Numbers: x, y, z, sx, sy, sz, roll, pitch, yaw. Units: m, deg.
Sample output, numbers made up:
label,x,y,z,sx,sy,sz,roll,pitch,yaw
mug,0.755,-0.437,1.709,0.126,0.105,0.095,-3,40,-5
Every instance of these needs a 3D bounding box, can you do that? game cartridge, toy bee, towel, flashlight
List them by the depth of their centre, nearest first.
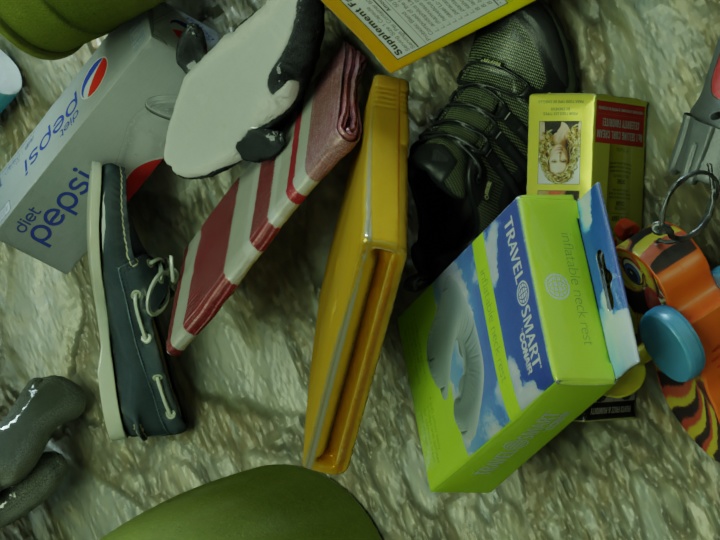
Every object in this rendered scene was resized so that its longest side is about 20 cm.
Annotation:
label,x,y,z,sx,sy,sz,roll,pitch,yaw
flashlight,0.239,-0.143,1.534,0.068,0.068,0.200,22,101,30
toy bee,0.191,0.013,1.536,0.109,0.131,0.200,34,128,52
game cartridge,0.000,0.000,1.619,0.032,0.200,0.176,12,123,-4
towel,-0.061,-0.046,1.709,0.023,0.144,0.200,33,116,-14

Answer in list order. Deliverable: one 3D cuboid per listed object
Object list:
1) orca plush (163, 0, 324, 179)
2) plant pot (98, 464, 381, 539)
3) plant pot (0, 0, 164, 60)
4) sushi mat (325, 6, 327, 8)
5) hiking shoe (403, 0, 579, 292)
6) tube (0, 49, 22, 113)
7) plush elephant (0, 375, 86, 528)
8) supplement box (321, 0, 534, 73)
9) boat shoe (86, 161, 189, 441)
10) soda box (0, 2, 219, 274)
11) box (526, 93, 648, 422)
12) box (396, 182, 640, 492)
label,x,y,z,sx,sy,sz,roll,pitch,yaw
orca plush,-0.061,-0.144,1.727,0.105,0.071,0.200,35,120,26
plant pot,-0.108,0.224,1.689,0.187,0.200,0.187,-1,89,34
plant pot,-0.148,-0.259,1.694,0.193,0.200,0.200,-15,81,24
sushi mat,-0.015,-0.275,1.743,0.096,0.012,0.200,5,92,36
hiking shoe,0.077,-0.079,1.623,0.076,0.101,0.200,13,97,32
tube,-0.329,-0.091,1.944,0.200,0.050,0.077,-44,54,31
plush elephant,-0.300,0.164,1.868,0.155,0.165,0.200,114,168,-57
supplement box,0.068,-0.229,1.604,0.200,0.109,0.110,-24,37,32
boat shoe,-0.154,0.021,1.788,0.062,0.075,0.200,-5,100,0
soda box,-0.178,-0.095,1.810,0.200,0.068,0.063,-48,31,24
box,0.138,-0.008,1.599,0.050,0.075,0.200,2,89,33
box,0.090,0.043,1.545,0.200,0.048,0.122,132,133,-55
